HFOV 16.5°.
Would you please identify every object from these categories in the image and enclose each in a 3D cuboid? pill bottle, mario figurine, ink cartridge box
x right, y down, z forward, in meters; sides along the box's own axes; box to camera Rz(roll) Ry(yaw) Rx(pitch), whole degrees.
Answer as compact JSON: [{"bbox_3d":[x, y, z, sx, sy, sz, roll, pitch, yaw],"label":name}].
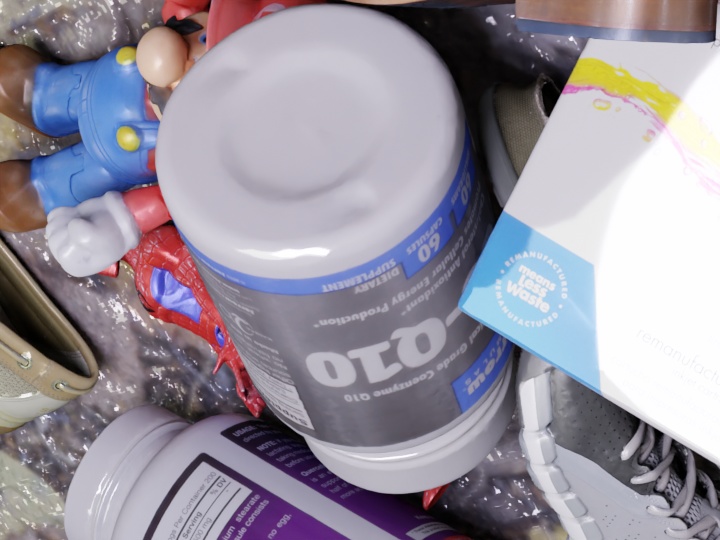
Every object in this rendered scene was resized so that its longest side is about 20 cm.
[{"bbox_3d":[0.000,0.000,0.955,0.113,0.114,0.200,20,156,24],"label":"pill bottle"},{"bbox_3d":[-0.033,0.137,1.104,0.200,0.112,0.113,28,131,28],"label":"pill bottle"},{"bbox_3d":[-0.093,-0.076,1.022,0.200,0.106,0.124,-14,107,43],"label":"mario figurine"},{"bbox_3d":[0.132,-0.049,0.853,0.116,0.067,0.200,30,108,15],"label":"ink cartridge box"}]

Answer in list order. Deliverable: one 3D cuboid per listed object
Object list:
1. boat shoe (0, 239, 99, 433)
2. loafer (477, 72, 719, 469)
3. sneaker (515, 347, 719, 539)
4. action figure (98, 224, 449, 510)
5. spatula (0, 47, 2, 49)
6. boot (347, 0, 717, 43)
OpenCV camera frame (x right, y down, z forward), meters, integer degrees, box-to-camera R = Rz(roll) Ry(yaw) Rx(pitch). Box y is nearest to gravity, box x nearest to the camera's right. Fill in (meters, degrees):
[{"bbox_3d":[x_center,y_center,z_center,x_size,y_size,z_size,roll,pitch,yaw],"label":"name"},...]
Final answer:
[{"bbox_3d":[-0.199,-0.016,1.164,0.063,0.073,0.201,-25,104,32],"label":"boat shoe"},{"bbox_3d":[0.123,-0.003,0.945,0.070,0.075,0.200,-41,90,20],"label":"loafer"},{"bbox_3d":[0.137,0.090,0.995,0.115,0.075,0.200,4,130,29],"label":"sneaker"},{"bbox_3d":[-0.045,0.034,1.090,0.200,0.052,0.065,35,167,15],"label":"action figure"},{"bbox_3d":[-0.221,-0.135,1.132,0.200,0.021,0.057,39,130,8],"label":"spatula"},{"bbox_3d":[0.041,-0.133,0.826,0.200,0.075,0.097,14,105,42],"label":"boot"}]
